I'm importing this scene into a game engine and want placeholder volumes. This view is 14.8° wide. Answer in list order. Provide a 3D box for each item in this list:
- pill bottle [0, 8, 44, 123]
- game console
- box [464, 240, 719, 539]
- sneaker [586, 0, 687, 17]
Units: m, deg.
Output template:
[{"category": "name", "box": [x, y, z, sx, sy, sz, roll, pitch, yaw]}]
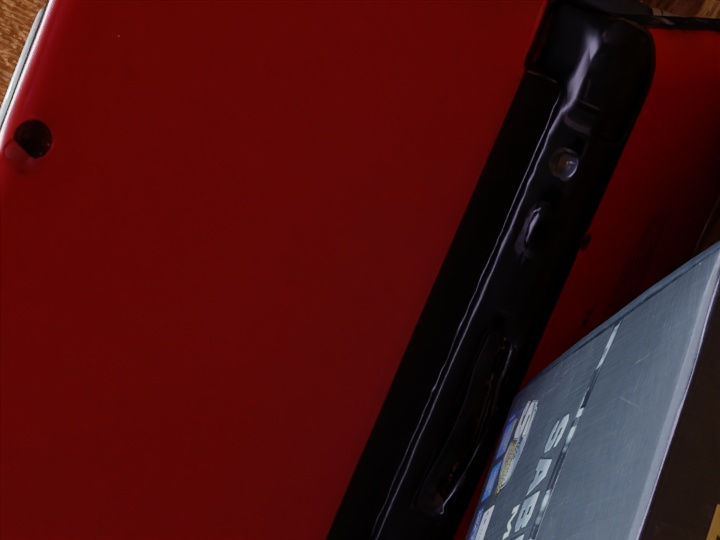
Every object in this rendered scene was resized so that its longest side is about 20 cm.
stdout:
[{"category": "pill bottle", "box": [-0.073, -0.054, 1.327, 0.104, 0.199, 0.105, -159, 90, -84]}, {"category": "game console", "box": [-0.008, 0.011, 0.681, 0.172, 0.118, 0.201, -10, -54, -65]}, {"category": "box", "box": [0.039, 0.106, 0.539, 0.158, 0.051, 0.201, 135, 155, -73]}, {"category": "sneaker", "box": [0.000, -0.001, 0.804, 0.077, 0.145, 0.203, -124, 54, -80]}]
